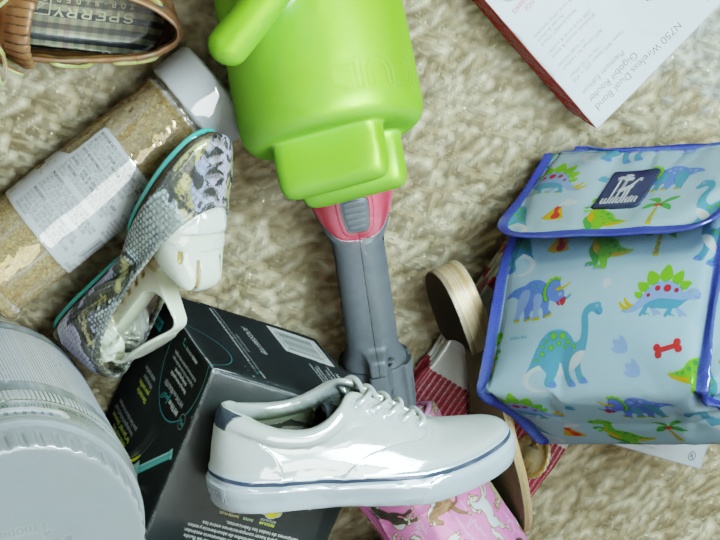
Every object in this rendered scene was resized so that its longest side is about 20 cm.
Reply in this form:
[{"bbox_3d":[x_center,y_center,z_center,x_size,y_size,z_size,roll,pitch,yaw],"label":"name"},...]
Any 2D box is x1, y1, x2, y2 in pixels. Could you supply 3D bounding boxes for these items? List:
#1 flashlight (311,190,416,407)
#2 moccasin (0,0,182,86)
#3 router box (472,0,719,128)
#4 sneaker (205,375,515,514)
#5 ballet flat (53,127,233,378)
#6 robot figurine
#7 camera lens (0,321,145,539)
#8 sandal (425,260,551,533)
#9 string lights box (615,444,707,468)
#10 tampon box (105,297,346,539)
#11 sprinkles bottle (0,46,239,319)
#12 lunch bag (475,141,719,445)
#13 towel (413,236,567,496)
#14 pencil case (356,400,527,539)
[{"bbox_3d":[0.000,0.000,1.433,0.068,0.068,0.201,-31,122,-41],"label":"flashlight"},{"bbox_3d":[-0.208,-0.153,1.288,0.201,0.078,0.074,8,107,-23],"label":"moccasin"},{"bbox_3d":[0.167,-0.229,1.419,0.200,0.049,0.179,-46,118,0],"label":"router box"},{"bbox_3d":[0.004,0.102,1.304,0.199,0.073,0.071,-6,112,-21],"label":"sneaker"},{"bbox_3d":[-0.123,-0.002,1.342,0.072,0.072,0.200,20,128,-26],"label":"ballet flat"},{"bbox_3d":[-0.028,-0.144,1.316,0.115,0.175,0.201,-14,82,17],"label":"robot figurine"},{"bbox_3d":[-0.227,0.132,1.322,0.159,0.200,0.160,-7,112,-18],"label":"camera lens"},{"bbox_3d":[0.111,0.082,1.481,0.069,0.078,0.212,-24,112,-15],"label":"sandal"},{"bbox_3d":[0.220,0.030,1.510,0.103,0.059,0.201,18,91,-30],"label":"string lights box"},{"bbox_3d":[-0.099,0.142,1.404,0.126,0.150,0.200,18,103,-25],"label":"tampon box"},{"bbox_3d":[-0.166,-0.055,1.348,0.200,0.068,0.068,-39,118,-3],"label":"sprinkles bottle"},{"bbox_3d":[0.183,0.007,1.405,0.127,0.170,0.201,41,55,-50],"label":"lunch bag"},{"bbox_3d":[0.114,0.074,1.532,0.144,0.023,0.200,31,97,-28],"label":"towel"},{"bbox_3d":[0.062,0.187,1.478,0.083,0.087,0.200,-24,104,32],"label":"pencil case"}]
